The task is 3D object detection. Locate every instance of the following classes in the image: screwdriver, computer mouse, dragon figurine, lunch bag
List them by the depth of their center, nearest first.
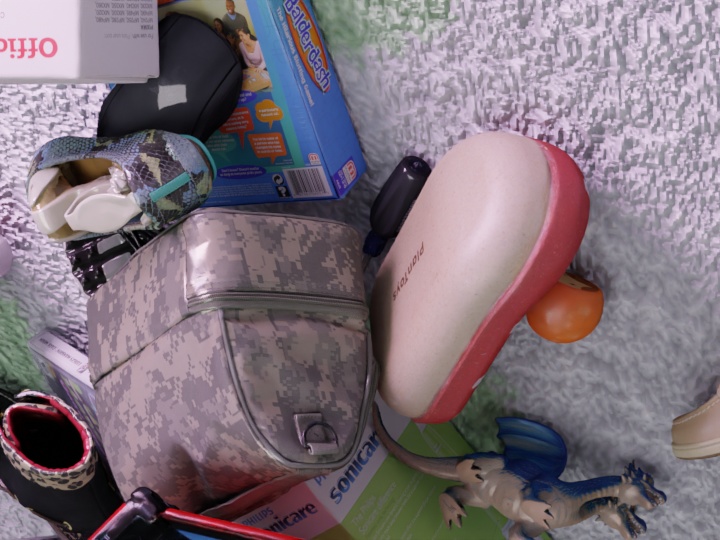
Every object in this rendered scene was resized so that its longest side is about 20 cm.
[{"bbox_3d":[-0.083,0.072,1.172,0.139,0.169,0.200,8,156,-33],"label":"lunch bag"},{"bbox_3d":[-0.120,-0.064,1.191,0.140,0.046,0.200,43,134,-2],"label":"computer mouse"},{"bbox_3d":[0.000,0.000,1.235,0.028,0.029,0.201,33,127,6],"label":"screwdriver"},{"bbox_3d":[0.104,0.139,1.244,0.199,0.099,0.059,23,118,22],"label":"dragon figurine"}]

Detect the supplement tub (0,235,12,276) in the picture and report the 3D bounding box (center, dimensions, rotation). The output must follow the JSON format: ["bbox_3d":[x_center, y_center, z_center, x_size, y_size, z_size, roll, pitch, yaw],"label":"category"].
[{"bbox_3d":[-0.370,-0.032,1.357,0.200,0.140,0.140,46,132,-6],"label":"supplement tub"}]

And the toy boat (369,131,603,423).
[{"bbox_3d":[0.093,0.010,1.151,0.130,0.131,0.200,12,135,-17],"label":"toy boat"}]

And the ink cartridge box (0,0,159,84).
[{"bbox_3d":[-0.205,-0.214,1.119,0.144,0.084,0.202,3,97,29],"label":"ink cartridge box"}]

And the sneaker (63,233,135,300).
[{"bbox_3d":[-0.161,0.017,1.317,0.066,0.091,0.201,-23,88,-2],"label":"sneaker"}]

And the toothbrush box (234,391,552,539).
[{"bbox_3d":[0.029,0.185,1.276,0.086,0.146,0.200,-32,104,41],"label":"toothbrush box"}]

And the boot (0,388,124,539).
[{"bbox_3d":[-0.255,0.125,1.398,0.203,0.073,0.154,38,158,25],"label":"boot"}]

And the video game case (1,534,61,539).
[{"bbox_3d":[-0.206,0.241,1.436,0.181,0.200,0.023,10,89,24],"label":"video game case"}]

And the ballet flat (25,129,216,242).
[{"bbox_3d":[-0.173,-0.049,1.168,0.199,0.074,0.074,-11,117,51],"label":"ballet flat"}]

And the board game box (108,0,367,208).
[{"bbox_3d":[-0.096,-0.138,1.187,0.151,0.045,0.201,-1,122,32],"label":"board game box"}]

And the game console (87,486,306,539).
[{"bbox_3d":[-0.089,0.216,1.133,0.119,0.172,0.200,43,176,26],"label":"game console"}]

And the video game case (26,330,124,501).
[{"bbox_3d":[-0.175,0.148,1.390,0.182,0.023,0.201,19,138,61],"label":"video game case"}]

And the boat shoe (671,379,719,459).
[{"bbox_3d":[0.255,0.059,1.111,0.200,0.072,0.065,-37,78,51],"label":"boat shoe"}]
